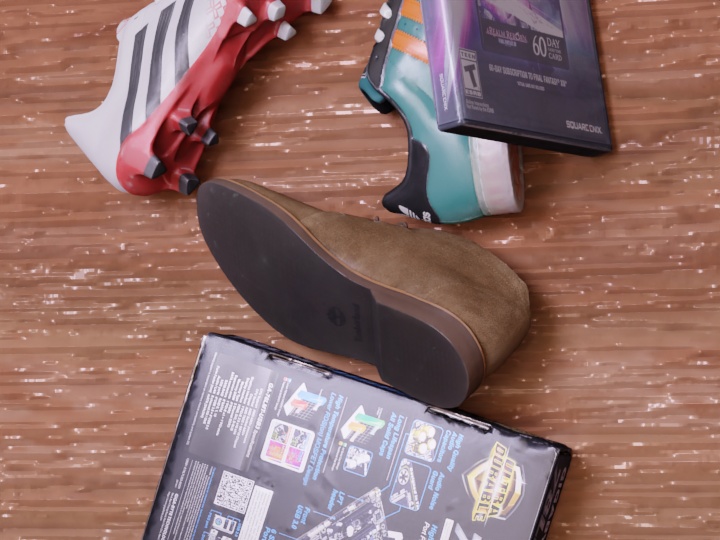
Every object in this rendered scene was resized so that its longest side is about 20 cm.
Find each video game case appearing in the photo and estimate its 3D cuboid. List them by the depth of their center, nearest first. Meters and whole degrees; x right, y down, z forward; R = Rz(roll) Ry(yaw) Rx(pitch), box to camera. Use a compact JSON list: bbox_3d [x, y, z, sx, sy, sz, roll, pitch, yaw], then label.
[{"bbox_3d":[0.070,-0.161,1.071,0.019,0.143,0.201,-13,80,35],"label":"video game case"}]

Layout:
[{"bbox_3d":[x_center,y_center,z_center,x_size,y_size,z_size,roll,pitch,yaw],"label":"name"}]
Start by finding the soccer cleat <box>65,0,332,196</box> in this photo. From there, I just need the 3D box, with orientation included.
[{"bbox_3d":[-0.083,-0.133,1.149,0.085,0.069,0.200,34,91,31],"label":"soccer cleat"}]

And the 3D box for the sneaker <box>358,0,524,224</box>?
[{"bbox_3d":[0.034,-0.123,1.111,0.080,0.071,0.201,-8,82,11],"label":"sneaker"}]

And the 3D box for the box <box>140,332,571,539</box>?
[{"bbox_3d":[-0.014,0.154,1.104,0.198,0.050,0.201,17,90,15],"label":"box"}]

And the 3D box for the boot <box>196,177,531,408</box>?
[{"bbox_3d":[0.000,0.000,1.119,0.200,0.074,0.075,30,48,29],"label":"boot"}]
